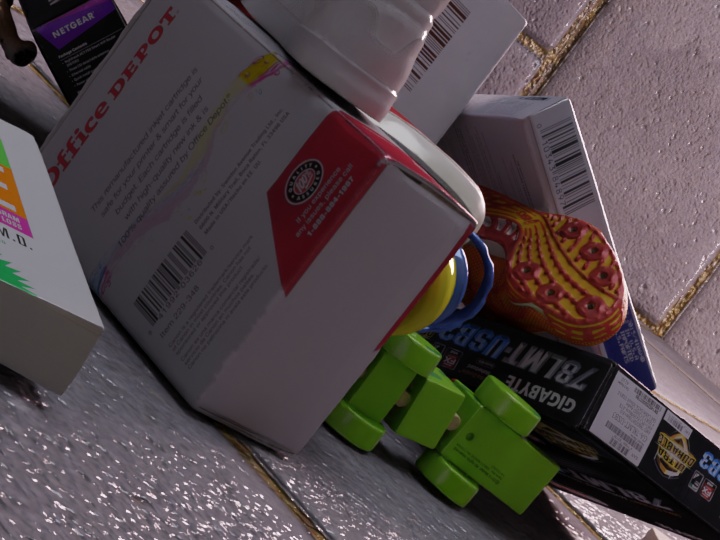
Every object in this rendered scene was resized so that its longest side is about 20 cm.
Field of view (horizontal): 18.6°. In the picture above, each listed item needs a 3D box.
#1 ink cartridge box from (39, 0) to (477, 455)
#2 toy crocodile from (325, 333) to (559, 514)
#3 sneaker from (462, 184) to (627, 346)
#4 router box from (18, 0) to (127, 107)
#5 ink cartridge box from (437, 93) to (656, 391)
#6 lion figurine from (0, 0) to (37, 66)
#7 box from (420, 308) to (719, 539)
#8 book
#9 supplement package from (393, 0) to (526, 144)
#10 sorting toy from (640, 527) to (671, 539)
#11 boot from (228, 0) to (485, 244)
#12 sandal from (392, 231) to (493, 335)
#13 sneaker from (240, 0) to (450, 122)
[{"bbox_3d":[-0.060,-0.032,1.065,0.085,0.148,0.200,30,11,-45],"label":"ink cartridge box"},{"bbox_3d":[0.034,0.073,1.201,0.199,0.068,0.062,33,8,-33],"label":"toy crocodile"},{"bbox_3d":[0.102,0.007,1.316,0.200,0.073,0.078,37,-32,59],"label":"sneaker"},{"bbox_3d":[-0.142,-0.104,1.259,0.150,0.051,0.200,64,-4,-23],"label":"router box"},{"bbox_3d":[0.099,-0.017,1.427,0.200,0.040,0.201,12,-56,62],"label":"ink cartridge box"},{"bbox_3d":[-0.253,-0.165,1.227,0.123,0.072,0.200,58,8,28],"label":"lion figurine"},{"bbox_3d":[0.132,0.096,1.338,0.199,0.050,0.198,18,-17,50],"label":"box"},{"bbox_3d":[-0.184,-0.031,0.891,0.133,0.048,0.200,30,12,-27],"label":"book"},{"bbox_3d":[-0.007,-0.157,1.440,0.117,0.117,0.200,42,-14,-23],"label":"supplement package"},{"bbox_3d":[0.290,0.239,1.420,0.199,0.070,0.199,37,7,-8],"label":"sorting toy"},{"bbox_3d":[-0.003,-0.105,1.239,0.199,0.073,0.145,35,39,-6],"label":"boot"},{"bbox_3d":[-0.006,-0.016,1.133,0.087,0.080,0.200,11,17,-47],"label":"sandal"},{"bbox_3d":[0.006,-0.150,1.090,0.073,0.116,0.200,32,7,-24],"label":"sneaker"}]
